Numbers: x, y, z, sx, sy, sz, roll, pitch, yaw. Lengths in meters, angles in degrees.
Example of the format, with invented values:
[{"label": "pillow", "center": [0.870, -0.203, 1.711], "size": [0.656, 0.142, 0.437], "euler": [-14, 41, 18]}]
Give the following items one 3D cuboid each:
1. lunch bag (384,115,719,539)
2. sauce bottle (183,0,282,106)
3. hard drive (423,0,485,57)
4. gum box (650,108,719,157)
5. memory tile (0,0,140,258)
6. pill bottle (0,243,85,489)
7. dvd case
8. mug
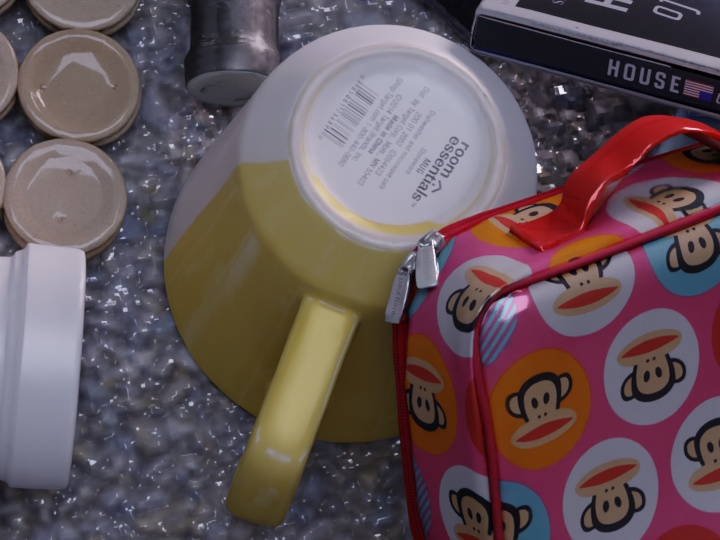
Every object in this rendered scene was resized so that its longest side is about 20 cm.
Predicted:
[{"label": "lunch bag", "center": [0.109, 0.029, 1.061], "size": [0.200, 0.082, 0.176], "euler": [-18, 114, -26]}, {"label": "sauce bottle", "center": [-0.052, -0.168, 1.213], "size": [0.065, 0.065, 0.200], "euler": [2, 73, -8]}, {"label": "hard drive", "center": [0.082, -0.202, 1.254], "size": [0.135, 0.042, 0.200], "euler": [45, 71, 7]}, {"label": "gum box", "center": [0.181, 0.022, 1.193], "size": [0.170, 0.045, 0.200], "euler": [29, 69, 2]}, {"label": "memory tile", "center": [-0.167, -0.103, 1.190], "size": [0.153, 0.017, 0.200], "euler": [5, 70, -7]}, {"label": "pill bottle", "center": [-0.208, 0.031, 1.094], "size": [0.200, 0.116, 0.116], "euler": [4, 71, -6]}, {"label": "dvd case", "center": [0.160, -0.102, 1.114], "size": [0.200, 0.025, 0.150], "euler": [17, 37, 13]}, {"label": "mug", "center": [0.007, -0.006, 1.119], "size": [0.149, 0.153, 0.187], "euler": [-9, 74, -12]}]
